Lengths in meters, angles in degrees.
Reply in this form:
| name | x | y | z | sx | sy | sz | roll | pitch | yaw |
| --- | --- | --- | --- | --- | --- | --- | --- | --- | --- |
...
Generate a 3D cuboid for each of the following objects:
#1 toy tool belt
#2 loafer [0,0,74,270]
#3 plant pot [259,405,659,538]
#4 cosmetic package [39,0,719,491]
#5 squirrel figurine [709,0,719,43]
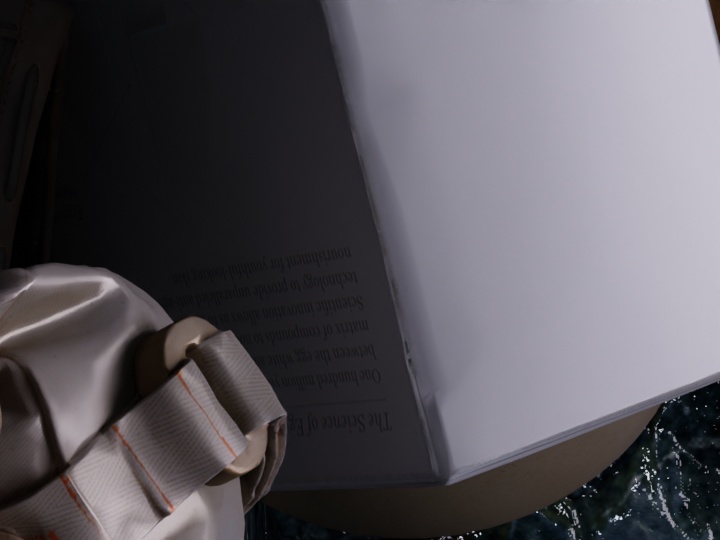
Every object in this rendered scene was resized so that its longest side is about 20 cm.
| name | x | y | z | sx | sy | sz | roll | pitch | yaw |
| --- | --- | --- | --- | --- | --- | --- | --- | --- | --- |
| toy tool belt | -0.069 | 0.064 | 0.539 | 0.200 | 0.124 | 0.124 | 34 | 44 | -88 |
| loafer | -0.097 | 0.022 | 0.748 | 0.072 | 0.062 | 0.201 | -91 | 178 | -65 |
| plant pot | 0.000 | 0.000 | 0.942 | 0.134 | 0.199 | 0.202 | -23 | 111 | -68 |
| cosmetic package | -0.013 | -0.052 | 0.755 | 0.199 | 0.122 | 0.201 | -7 | -83 | 56 |
| squirrel figurine | 0.098 | -0.124 | 0.837 | 0.200 | 0.141 | 0.188 | 146 | -44 | -65 |
